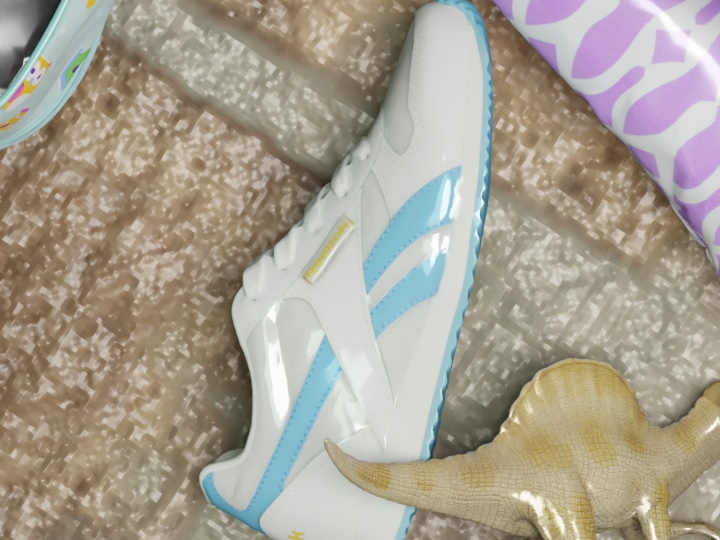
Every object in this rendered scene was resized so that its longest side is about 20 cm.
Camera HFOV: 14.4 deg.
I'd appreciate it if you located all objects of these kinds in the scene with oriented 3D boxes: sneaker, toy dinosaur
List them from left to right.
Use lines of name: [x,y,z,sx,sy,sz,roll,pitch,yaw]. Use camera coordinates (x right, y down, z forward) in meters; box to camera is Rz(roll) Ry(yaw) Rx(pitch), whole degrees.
sneaker: [0.000,0.000,0.991,0.080,0.077,0.201,14,92,4]
toy dinosaur: [0.067,0.083,0.989,0.199,0.058,0.102,-7,95,-27]

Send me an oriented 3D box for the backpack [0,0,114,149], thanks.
backpack: [-0.148,-0.138,0.950,0.175,0.153,0.201,26,88,1]

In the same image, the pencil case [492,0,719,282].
pencil case: [0.101,-0.081,0.983,0.200,0.084,0.085,52,138,0]
